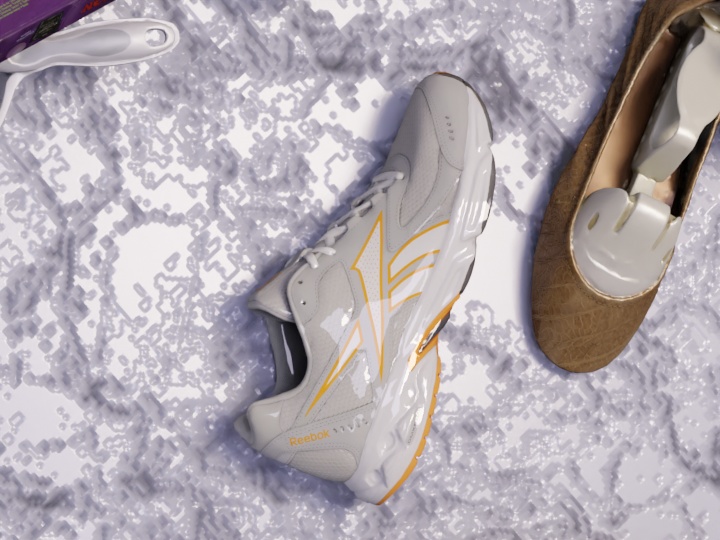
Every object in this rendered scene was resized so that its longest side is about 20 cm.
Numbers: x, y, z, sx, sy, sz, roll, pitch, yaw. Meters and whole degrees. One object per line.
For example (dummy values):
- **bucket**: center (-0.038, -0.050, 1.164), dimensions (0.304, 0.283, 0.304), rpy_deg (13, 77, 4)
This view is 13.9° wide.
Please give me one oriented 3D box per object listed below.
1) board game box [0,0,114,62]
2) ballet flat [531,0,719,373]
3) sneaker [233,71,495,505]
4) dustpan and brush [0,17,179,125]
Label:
- **board game box**: center (-0.178, -0.144, 1.282), dimensions (0.199, 0.032, 0.120), rpy_deg (-32, 77, -28)
- **ballet flat**: center (0.137, -0.048, 1.393), dimensions (0.068, 0.072, 0.201), rpy_deg (27, 80, -12)
- **sneaker**: center (0.000, 0.000, 1.350), dimensions (0.091, 0.076, 0.201), rpy_deg (16, 81, -11)
- **dustpan and brush**: center (-0.181, -0.092, 1.303), dimensions (0.199, 0.057, 0.141), rpy_deg (-7, 89, -18)
